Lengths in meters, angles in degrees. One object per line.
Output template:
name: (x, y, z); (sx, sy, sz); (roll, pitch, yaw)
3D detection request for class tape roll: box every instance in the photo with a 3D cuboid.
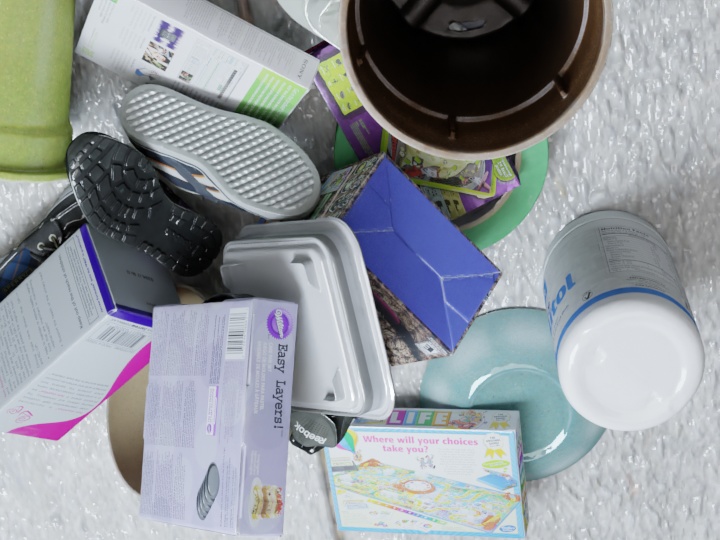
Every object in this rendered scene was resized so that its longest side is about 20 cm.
tape roll: (0.074, -0.112, 1.466); (0.197, 0.048, 0.203); (1, 115, 1)

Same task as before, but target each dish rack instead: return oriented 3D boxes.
dish rack: (-0.055, 0.046, 1.350); (0.043, 0.199, 0.174); (-19, 100, -32)

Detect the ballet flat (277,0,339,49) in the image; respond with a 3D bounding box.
ballet flat: (0.012, -0.198, 1.336); (0.199, 0.070, 0.070); (33, 112, -14)

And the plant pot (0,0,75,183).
plant pot: (-0.325, -0.194, 1.371); (0.198, 0.201, 0.187); (12, 104, -5)

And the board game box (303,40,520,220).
board game box: (0.047, -0.135, 1.415); (0.119, 0.032, 0.201); (-25, 112, 16)

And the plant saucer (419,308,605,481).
plant saucer: (0.158, 0.136, 1.587); (0.198, 0.039, 0.204); (1, 116, 1)

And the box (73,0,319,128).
box: (-0.147, -0.189, 1.394); (0.198, 0.037, 0.144); (28, 156, -11)

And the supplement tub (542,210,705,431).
supplement tub: (0.237, 0.043, 1.452); (0.130, 0.201, 0.134); (0, 115, 1)

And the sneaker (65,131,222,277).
sneaker: (-0.213, -0.067, 1.437); (0.076, 0.087, 0.200); (-47, 139, -3)

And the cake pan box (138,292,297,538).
cake pan box: (-0.124, 0.119, 1.345); (0.052, 0.183, 0.203); (8, 81, -35)

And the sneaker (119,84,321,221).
sneaker: (-0.119, -0.099, 1.416); (0.198, 0.080, 0.079); (29, 76, 14)

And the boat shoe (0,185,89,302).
boat shoe: (-0.297, -0.014, 1.509); (0.199, 0.066, 0.070); (-34, 110, 16)

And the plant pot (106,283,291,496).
plant pot: (-0.136, 0.123, 1.521); (0.133, 0.201, 0.202); (12, 120, -38)

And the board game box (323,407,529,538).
board game box: (0.066, 0.203, 1.595); (0.197, 0.034, 0.136); (1, 121, 15)

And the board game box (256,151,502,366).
board game box: (0.000, 0.000, 1.433); (0.159, 0.097, 0.199); (44, 153, -17)

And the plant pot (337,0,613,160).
plant pot: (0.083, -0.215, 1.216); (0.197, 0.199, 0.203); (0, 115, 1)

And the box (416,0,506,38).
box: (0.089, -0.328, 1.331); (0.147, 0.107, 0.201); (27, 114, -11)

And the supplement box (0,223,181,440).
supplement box: (-0.271, 0.062, 1.485); (0.200, 0.104, 0.101); (-40, 147, 23)

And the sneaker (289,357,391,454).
sneaker: (-0.025, 0.117, 1.443); (0.066, 0.091, 0.200); (33, 154, 4)
